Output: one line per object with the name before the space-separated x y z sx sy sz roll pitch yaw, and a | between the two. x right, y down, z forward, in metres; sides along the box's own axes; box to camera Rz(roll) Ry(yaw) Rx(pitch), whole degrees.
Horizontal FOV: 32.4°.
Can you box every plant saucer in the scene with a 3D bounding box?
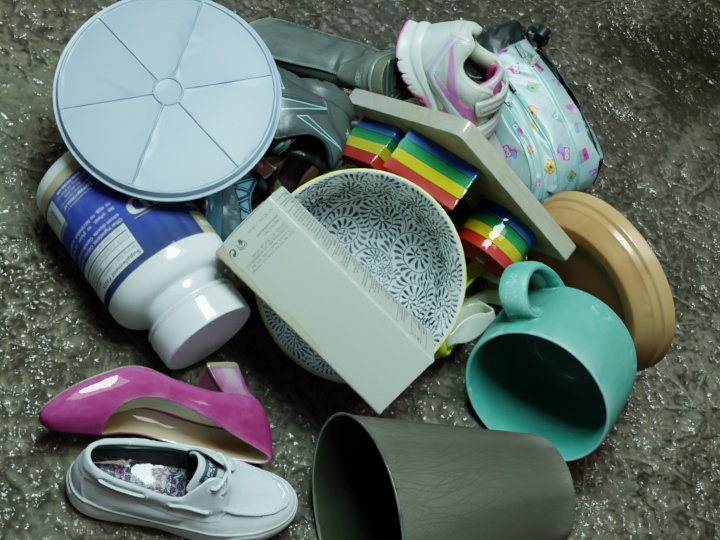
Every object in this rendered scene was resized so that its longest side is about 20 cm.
plant saucer | 0.235 0.018 1.265 0.037 0.200 0.201 -27 72 -24

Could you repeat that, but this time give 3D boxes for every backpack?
backpack | 0.179 -0.158 1.402 0.126 0.167 0.201 -24 72 -20

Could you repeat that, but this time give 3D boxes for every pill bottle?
pill bottle | -0.190 -0.017 1.112 0.119 0.120 0.200 -26 72 -38

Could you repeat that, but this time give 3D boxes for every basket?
basket | 0.078 0.206 1.089 0.199 0.136 0.182 -1 65 -33

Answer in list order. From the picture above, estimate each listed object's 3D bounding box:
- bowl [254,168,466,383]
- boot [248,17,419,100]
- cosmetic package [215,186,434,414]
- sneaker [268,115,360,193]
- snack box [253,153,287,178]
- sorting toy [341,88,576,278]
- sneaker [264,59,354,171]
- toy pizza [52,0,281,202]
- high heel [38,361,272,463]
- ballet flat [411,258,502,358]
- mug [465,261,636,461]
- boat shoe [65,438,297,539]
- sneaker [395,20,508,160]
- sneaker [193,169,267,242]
bowl | 0.000 0.000 1.192 0.200 0.202 0.094 32 8 -4
boot | -0.013 -0.230 1.355 0.199 0.073 0.181 14 13 35
cosmetic package | -0.028 0.023 1.098 0.200 0.073 0.104 46 9 -4
sneaker | -0.013 -0.120 1.311 0.090 0.075 0.200 38 49 10
snack box | -0.144 -0.181 1.212 0.200 0.024 0.072 43 48 -7
sorting toy | 0.084 -0.077 1.233 0.070 0.198 0.200 -52 126 -8
sneaker | -0.094 -0.158 1.167 0.199 0.075 0.080 19 61 -23
toy pizza | -0.169 -0.152 1.093 0.198 0.032 0.202 2 71 -7
high heel | -0.169 0.135 1.053 0.199 0.067 0.096 -1 53 -41
ballet flat | 0.120 0.031 1.272 0.200 0.067 0.067 -37 123 -38
mug | 0.195 0.080 1.203 0.151 0.186 0.114 28 43 16
boat shoe | -0.141 0.176 1.032 0.199 0.069 0.072 17 51 -16
sneaker | 0.113 -0.172 1.274 0.200 0.088 0.082 57 41 -37
sneaker | -0.142 -0.101 1.245 0.095 0.079 0.201 21 52 -36
